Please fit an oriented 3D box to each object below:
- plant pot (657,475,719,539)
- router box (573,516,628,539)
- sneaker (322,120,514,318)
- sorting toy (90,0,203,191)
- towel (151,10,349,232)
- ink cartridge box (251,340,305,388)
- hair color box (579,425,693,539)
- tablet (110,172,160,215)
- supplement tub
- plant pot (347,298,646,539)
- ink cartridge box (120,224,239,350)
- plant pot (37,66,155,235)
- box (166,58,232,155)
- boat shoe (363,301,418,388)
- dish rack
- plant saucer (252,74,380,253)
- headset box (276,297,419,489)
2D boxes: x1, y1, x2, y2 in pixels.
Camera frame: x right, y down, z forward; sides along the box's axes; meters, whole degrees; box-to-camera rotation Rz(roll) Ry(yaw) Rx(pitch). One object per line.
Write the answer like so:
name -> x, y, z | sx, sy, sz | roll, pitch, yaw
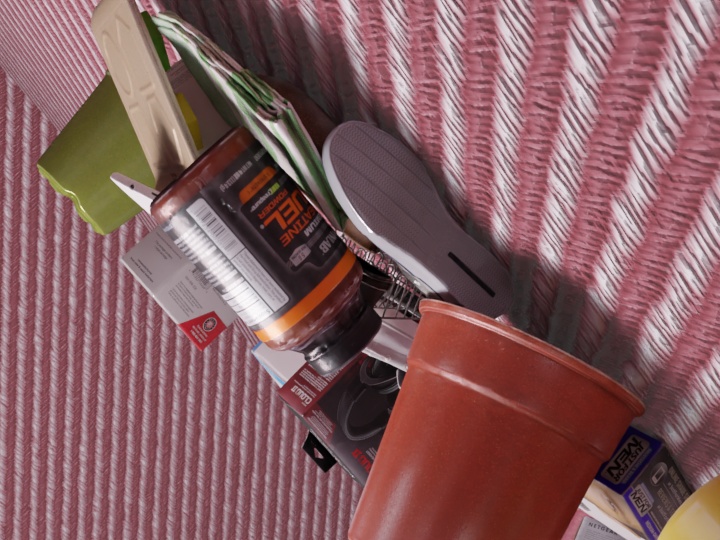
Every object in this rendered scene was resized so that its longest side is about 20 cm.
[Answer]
plant pot -> 0.274, 0.218, 0.544 | 0.201, 0.200, 0.189 | 54, -179, -35
router box -> 0.312, 0.319, 0.887 | 0.198, 0.049, 0.180 | 10, 147, 37
sneaker -> 0.036, -0.032, 0.754 | 0.200, 0.073, 0.071 | 48, 162, -15
sorting toy -> -0.194, -0.165, 0.881 | 0.185, 0.036, 0.203 | 10, 118, 66
towel -> -0.089, -0.125, 0.784 | 0.200, 0.023, 0.153 | 42, 171, 37
ink cartridge box -> -0.031, 0.151, 1.380 | 0.145, 0.147, 0.201 | 34, 163, 37
hair color box -> 0.207, 0.174, 0.875 | 0.199, 0.065, 0.110 | 24, 155, 56
tablet -> -0.169, -0.047, 0.934 | 0.129, 0.014, 0.200 | 25, 173, 1
supplement tub -> -0.070, -0.010, 0.772 | 0.200, 0.107, 0.107 | 49, 167, -11
plant pot -> 0.094, 0.156, 0.754 | 0.199, 0.197, 0.201 | 26, 172, 4
ink cartridge box -> -0.171, -0.023, 1.169 | 0.084, 0.200, 0.145 | 40, 167, 33
plant pot -> -0.298, -0.152, 1.193 | 0.200, 0.190, 0.200 | 43, 167, 13
box -> -0.142, -0.124, 0.964 | 0.201, 0.068, 0.082 | 52, 176, 32
boat shoe -> 0.061, 0.097, 1.008 | 0.199, 0.069, 0.072 | 32, 178, -22
dish rack -> 0.000, 0.000, 0.929 | 0.153, 0.055, 0.199 | 34, -167, 30
plant saucer -> -0.039, -0.101, 0.837 | 0.201, 0.037, 0.201 | 47, 171, 9
headset box -> 0.012, 0.142, 1.086 | 0.149, 0.200, 0.077 | 53, 165, -30
